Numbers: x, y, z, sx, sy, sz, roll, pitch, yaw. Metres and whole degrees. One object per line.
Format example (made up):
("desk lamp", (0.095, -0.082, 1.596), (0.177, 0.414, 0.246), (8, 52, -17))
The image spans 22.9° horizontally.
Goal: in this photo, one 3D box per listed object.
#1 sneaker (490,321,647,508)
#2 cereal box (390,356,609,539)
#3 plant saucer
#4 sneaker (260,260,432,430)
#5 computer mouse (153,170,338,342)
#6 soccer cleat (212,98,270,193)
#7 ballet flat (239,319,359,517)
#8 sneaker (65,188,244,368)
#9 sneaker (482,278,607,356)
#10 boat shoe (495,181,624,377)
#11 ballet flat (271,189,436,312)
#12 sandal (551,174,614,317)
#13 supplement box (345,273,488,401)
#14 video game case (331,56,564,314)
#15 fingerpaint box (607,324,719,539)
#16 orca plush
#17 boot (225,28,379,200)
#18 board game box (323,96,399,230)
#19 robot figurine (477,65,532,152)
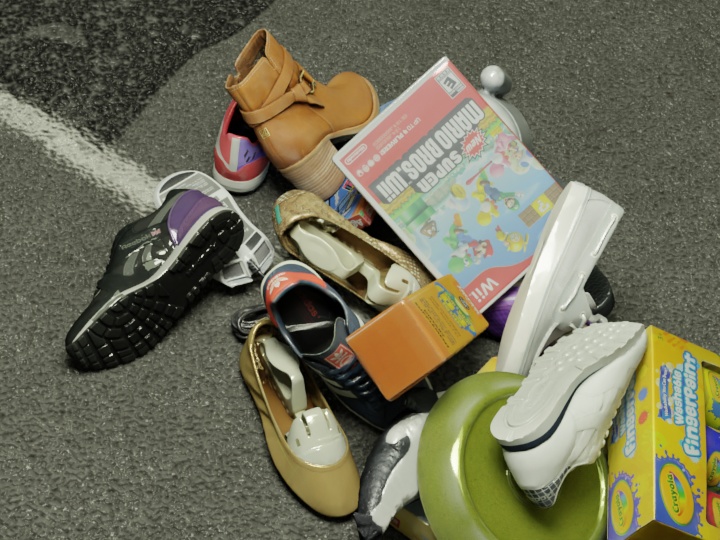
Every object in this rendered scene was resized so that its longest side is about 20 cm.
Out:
("sneaker", (0.184, 0.114, 1.503), (0.076, 0.081, 0.200), (-7, 27, 48))
("cereal box", (0.119, 0.178, 1.568), (0.144, 0.040, 0.200), (33, 52, 20))
("plant saucer", (0.140, 0.177, 1.501), (0.199, 0.031, 0.201), (13, 63, -26))
("sneaker", (-0.012, 0.077, 1.561), (0.200, 0.085, 0.075), (42, 94, -7))
("computer mouse", (-0.122, -0.017, 1.697), (0.110, 0.044, 0.200), (-32, 66, -27))
("soccer cleat", (-0.103, -0.168, 1.812), (0.068, 0.073, 0.200), (14, 47, 4))
("ballet flat", (-0.056, 0.126, 1.564), (0.068, 0.063, 0.200), (-17, 54, -23))
("sneaker", (-0.203, 0.005, 1.633), (0.200, 0.076, 0.087), (-43, 51, -18))
("sneaker", (0.194, 0.080, 1.649), (0.200, 0.081, 0.089), (25, 56, 11))
("boat shoe", (0.180, 0.022, 1.603), (0.068, 0.072, 0.201), (23, 79, -3))
("ballet flat", (0.000, 0.000, 1.655), (0.200, 0.071, 0.065), (30, 27, -9))
("sandal", (0.192, -0.016, 1.753), (0.076, 0.043, 0.200), (-20, 48, 4))
("supplement box", (0.052, 0.054, 1.544), (0.067, 0.069, 0.200), (54, 14, 2))
("video game case", (0.091, -0.076, 1.639), (0.143, 0.017, 0.200), (-42, 93, 2))
("fingerpaint box", (0.301, 0.170, 1.542), (0.166, 0.073, 0.200), (23, 49, -19))
("orca plush", (0.036, 0.171, 1.510), (0.105, 0.071, 0.200), (47, 51, -24))
("boot", (-0.058, -0.181, 1.770), (0.155, 0.074, 0.200), (51, 31, -25))
("board game box", (0.001, -0.100, 1.761), (0.019, 0.103, 0.200), (46, 45, -21))
("robot figurine", (0.107, -0.120, 1.747), (0.113, 0.170, 0.200), (19, 9, 10))
